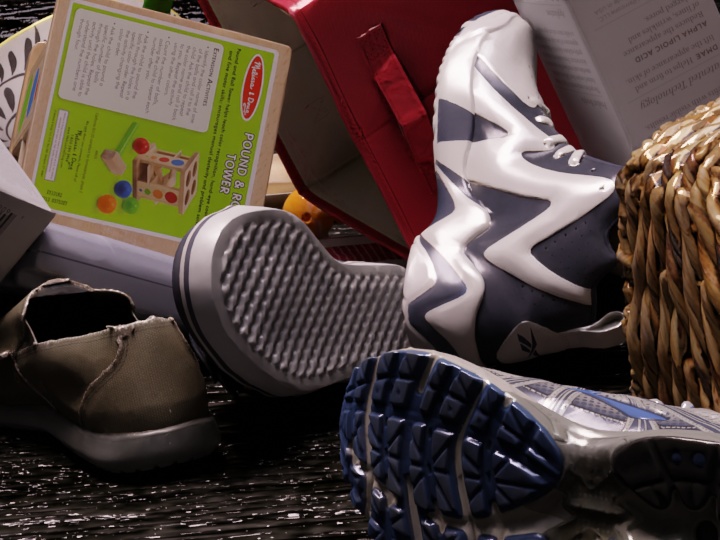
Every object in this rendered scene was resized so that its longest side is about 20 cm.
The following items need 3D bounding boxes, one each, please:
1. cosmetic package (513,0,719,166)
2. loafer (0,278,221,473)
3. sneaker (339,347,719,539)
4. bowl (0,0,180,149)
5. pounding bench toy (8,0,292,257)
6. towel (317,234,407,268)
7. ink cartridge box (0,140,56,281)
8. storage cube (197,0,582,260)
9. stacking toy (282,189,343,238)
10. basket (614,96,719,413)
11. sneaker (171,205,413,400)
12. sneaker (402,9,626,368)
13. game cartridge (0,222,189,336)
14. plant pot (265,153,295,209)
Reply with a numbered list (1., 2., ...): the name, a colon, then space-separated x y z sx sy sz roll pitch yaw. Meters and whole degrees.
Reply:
1. cosmetic package: 0.152 -0.078 1.037 0.074 0.201 0.102 -29 14 -5
2. loafer: -0.123 0.035 0.912 0.075 0.070 0.200 -11 14 -34
3. sneaker: 0.079 0.074 0.691 0.199 0.078 0.085 16 11 39
4. bowl: -0.172 -0.070 1.312 0.200 0.094 0.201 -30 -22 -14
5. pounding bench toy: -0.117 -0.097 1.119 0.124 0.201 0.156 12 -8 -14
6. towel: 0.000 0.000 1.178 0.143 0.023 0.200 -3 11 -1
7. ink cartridge box: -0.265 -0.033 0.970 0.084 0.176 0.200 29 16 -51
8. storage cube: 0.033 -0.139 1.185 0.179 0.171 0.200 -34 26 -12
9. stacking toy: 0.044 -0.061 1.328 0.199 0.117 0.110 -19 18 -6
10. basket: 0.224 -0.010 0.842 0.199 0.144 0.149 -9 12 -26
11. sneaker: -0.045 0.020 0.910 0.079 0.079 0.200 -1 -10 24
12. sneaker: 0.100 -0.041 0.987 0.129 0.080 0.200 0 51 18
13. game cartridge: -0.163 0.004 1.045 0.133 0.041 0.199 22 -14 -41
14. plant pot: -0.072 -0.057 1.473 0.199 0.028 0.200 -4 12 1
